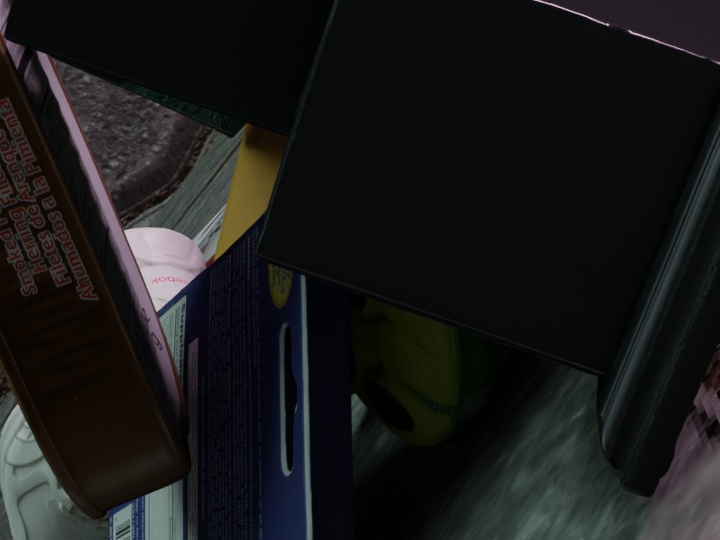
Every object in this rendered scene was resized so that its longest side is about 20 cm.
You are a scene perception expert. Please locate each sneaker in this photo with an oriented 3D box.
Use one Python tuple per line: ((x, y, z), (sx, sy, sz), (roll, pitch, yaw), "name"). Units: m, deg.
((0.032, -0.030, 0.667), (0.200, 0.083, 0.074), (-91, 15, -45), "sneaker")
((-0.121, 0.083, 0.989), (0.099, 0.078, 0.200), (-114, 37, -54), "sneaker")

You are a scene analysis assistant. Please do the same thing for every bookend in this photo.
((-0.004, -0.058, 0.514), (0.200, 0.198, 0.092), (-75, 3, -68), "bookend")

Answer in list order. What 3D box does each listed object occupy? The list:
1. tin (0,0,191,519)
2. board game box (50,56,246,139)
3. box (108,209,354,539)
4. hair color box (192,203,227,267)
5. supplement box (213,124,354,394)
((-0.097, -0.026, 0.594), (0.042, 0.200, 0.112), (-23, 15, -4), "tin")
((-0.063, -0.122, 0.682), (0.135, 0.028, 0.200), (-42, -33, 19), "board game box")
((-0.039, 0.059, 0.642), (0.200, 0.032, 0.121), (143, 129, -64), "box")
((-0.066, 0.010, 1.094), (0.200, 0.064, 0.111), (-44, 11, 49), "hair color box")
((-0.002, -0.053, 0.785), (0.066, 0.069, 0.200), (-28, 41, 40), "supplement box")
